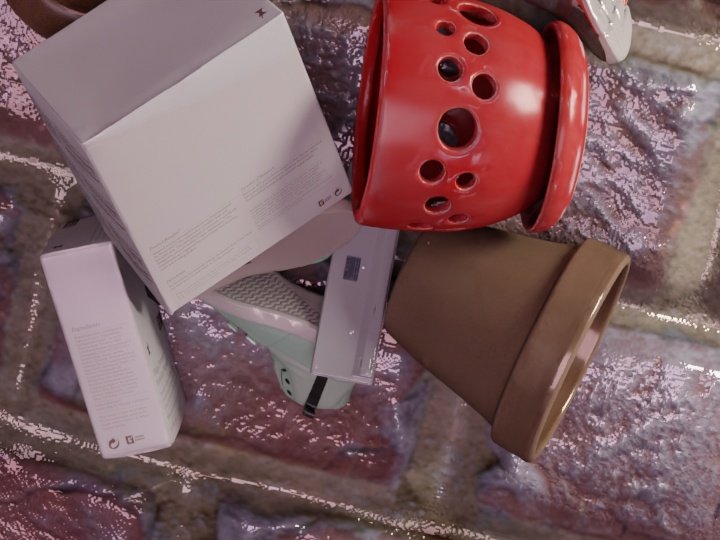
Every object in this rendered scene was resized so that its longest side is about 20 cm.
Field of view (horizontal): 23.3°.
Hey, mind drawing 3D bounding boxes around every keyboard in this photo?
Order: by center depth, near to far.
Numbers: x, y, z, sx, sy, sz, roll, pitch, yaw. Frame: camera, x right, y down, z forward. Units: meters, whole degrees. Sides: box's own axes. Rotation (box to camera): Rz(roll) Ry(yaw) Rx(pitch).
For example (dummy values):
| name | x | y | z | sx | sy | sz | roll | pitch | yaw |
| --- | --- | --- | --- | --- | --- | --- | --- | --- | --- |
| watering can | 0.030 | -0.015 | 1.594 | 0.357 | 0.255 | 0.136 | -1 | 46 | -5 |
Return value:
| name | x | y | z | sx | sy | sz | roll | pitch | yaw |
| --- | --- | --- | --- | --- | --- | --- | --- | --- | --- |
| keyboard | 0.000 | 0.000 | 1.547 | 0.056 | 0.011 | 0.202 | 9 | 73 | 5 |

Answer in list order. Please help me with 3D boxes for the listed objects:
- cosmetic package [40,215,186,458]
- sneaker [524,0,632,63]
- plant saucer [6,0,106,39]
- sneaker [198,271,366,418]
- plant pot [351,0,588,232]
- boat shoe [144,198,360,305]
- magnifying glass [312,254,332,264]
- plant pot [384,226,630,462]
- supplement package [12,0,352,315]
| name | x | y | z | sx | sy | sz | roll | pitch | yaw |
| --- | --- | --- | --- | --- | --- | --- | --- | --- | --- |
| cosmetic package | -0.222 | 0.057 | 1.587 | 0.073 | 0.102 | 0.202 | -11 | 109 | 5 |
| sneaker | 0.158 | -0.258 | 1.495 | 0.081 | 0.077 | 0.201 | -25 | 106 | 38 |
| plant saucer | -0.213 | -0.282 | 1.461 | 0.198 | 0.035 | 0.203 | 1 | 79 | -5 |
| sneaker | -0.089 | 0.061 | 1.598 | 0.199 | 0.074 | 0.119 | 26 | 133 | 11 |
| plant pot | 0.091 | -0.130 | 1.461 | 0.180 | 0.201 | 0.203 | 5 | 109 | -4 |
| boat shoe | -0.104 | -0.046 | 1.542 | 0.198 | 0.093 | 0.075 | -17 | 145 | -3 |
| magnifying glass | -0.090 | -0.089 | 1.575 | 0.079 | 0.022 | 0.200 | -38 | 102 | 13 |
| plant pot | 0.119 | 0.042 | 1.537 | 0.173 | 0.200 | 0.202 | 25 | 108 | 13 |
| supplement package | -0.143 | -0.117 | 1.425 | 0.190 | 0.147 | 0.201 | -34 | 136 | -12 |
